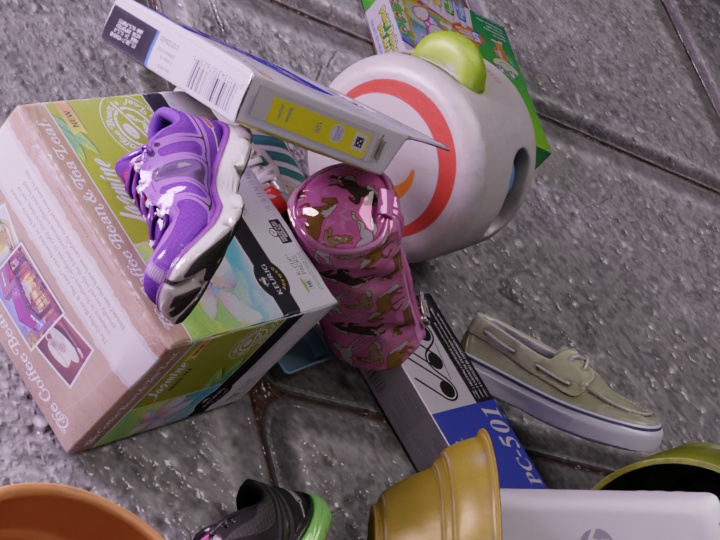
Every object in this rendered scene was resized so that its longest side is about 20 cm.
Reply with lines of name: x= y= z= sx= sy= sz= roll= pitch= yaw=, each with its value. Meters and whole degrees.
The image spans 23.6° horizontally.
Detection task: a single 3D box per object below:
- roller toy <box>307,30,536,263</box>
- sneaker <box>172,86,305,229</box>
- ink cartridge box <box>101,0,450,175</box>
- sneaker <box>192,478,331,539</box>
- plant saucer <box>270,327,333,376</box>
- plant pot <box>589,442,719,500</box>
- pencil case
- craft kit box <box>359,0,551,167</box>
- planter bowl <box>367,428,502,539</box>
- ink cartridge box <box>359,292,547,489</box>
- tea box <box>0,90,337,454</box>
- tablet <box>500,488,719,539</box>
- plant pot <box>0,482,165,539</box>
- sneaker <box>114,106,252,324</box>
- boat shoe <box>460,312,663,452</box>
roller toy: x=0.056 y=-0.105 z=1.537 sx=0.139 sy=0.198 sz=0.185 roll=-18 pitch=89 yaw=-56
sneaker: x=-0.081 y=-0.075 z=1.395 sx=0.201 sy=0.070 sz=0.093 roll=55 pitch=1 yaw=-10
ink cartridge box: x=-0.065 y=-0.129 z=1.276 sx=0.199 sy=0.047 sz=0.197 roll=21 pitch=8 yaw=-43
sneaker: x=-0.082 y=0.213 z=1.143 sx=0.083 sy=0.077 sz=0.200 roll=26 pitch=30 yaw=-1
plant saucer: x=-0.099 y=0.000 z=1.391 sx=0.201 sy=0.019 sz=0.070 roll=55 pitch=32 yaw=13
plant pot: x=0.282 y=0.232 z=1.451 sx=0.201 sy=0.200 sz=0.193 roll=50 pitch=20 yaw=5
pencil case: x=0.000 y=0.000 z=1.323 sx=0.083 sy=0.086 sz=0.201 roll=53 pitch=-10 yaw=30
craft kit box: x=0.099 y=-0.214 z=1.840 sx=0.199 sy=0.048 sz=0.199 roll=19 pitch=44 yaw=-38
planter bowl: x=0.047 y=0.213 z=1.224 sx=0.082 sy=0.202 sz=0.202 roll=2 pitch=43 yaw=-5
ink cartridge box: x=0.068 y=0.116 z=1.438 sx=0.093 sy=0.044 sz=0.201 roll=-6 pitch=60 yaw=-51
tea box: x=-0.159 y=-0.005 z=1.214 sx=0.196 sy=0.134 sz=0.201 roll=-16 pitch=67 yaw=-55
tablet: x=0.180 y=0.234 z=1.319 sx=0.197 sy=0.014 sz=0.132 roll=2 pitch=78 yaw=-3
plant pot: x=-0.179 y=0.236 z=0.919 sx=0.199 sy=0.140 sz=0.201 roll=30 pitch=35 yaw=-24
sneaker: x=-0.124 y=-0.040 z=1.117 sx=0.083 sy=0.081 sz=0.201 roll=22 pitch=29 yaw=-13
boat shoe: x=0.170 y=0.096 z=1.478 sx=0.198 sy=0.063 sz=0.072 roll=22 pitch=10 yaw=19
